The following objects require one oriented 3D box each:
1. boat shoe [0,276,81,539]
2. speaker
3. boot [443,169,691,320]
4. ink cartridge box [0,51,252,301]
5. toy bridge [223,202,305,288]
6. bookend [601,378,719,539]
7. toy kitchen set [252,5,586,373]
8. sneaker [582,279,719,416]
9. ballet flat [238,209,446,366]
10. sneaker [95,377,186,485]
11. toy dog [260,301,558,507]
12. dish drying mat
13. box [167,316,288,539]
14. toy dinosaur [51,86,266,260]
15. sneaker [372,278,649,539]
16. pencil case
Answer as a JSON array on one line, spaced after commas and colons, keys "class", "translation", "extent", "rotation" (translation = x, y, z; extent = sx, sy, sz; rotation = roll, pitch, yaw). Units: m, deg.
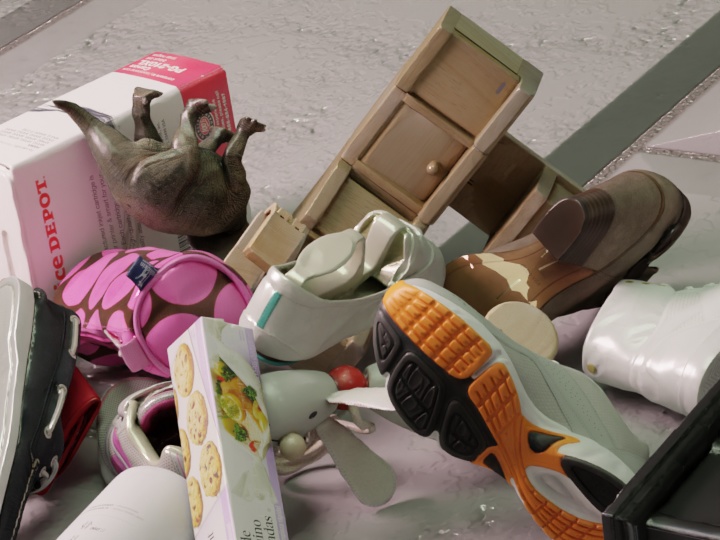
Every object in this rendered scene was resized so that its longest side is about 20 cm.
[{"class": "boat shoe", "translation": [-0.208, 0.099, 1.650], "extent": [0.075, 0.060, 0.201], "rotation": [-26, 47, 46]}, {"class": "speaker", "translation": [-0.153, 0.189, 1.482], "extent": [0.081, 0.082, 0.200], "rotation": [4, 28, 25]}, {"class": "boot", "translation": [0.129, 0.009, 1.760], "extent": [0.200, 0.071, 0.146], "rotation": [-40, -21, 26]}, {"class": "ink cartridge box", "translation": [-0.182, -0.050, 1.906], "extent": [0.199, 0.146, 0.084], "rotation": [-29, 30, -36]}, {"class": "toy bridge", "translation": [-0.072, -0.009, 1.778], "extent": [0.067, 0.027, 0.200], "rotation": [-56, 6, -21]}, {"class": "bookend", "translation": [0.263, 0.135, 1.446], "extent": [0.198, 0.093, 0.200], "rotation": [9, 32, 32]}, {"class": "toy kitchen set", "translation": [0.054, -0.025, 1.782], "extent": [0.163, 0.200, 0.181], "rotation": [35, 29, -6]}, {"class": "sneaker", "translation": [0.224, 0.019, 1.720], "extent": [0.115, 0.074, 0.200], "rotation": [17, 37, 37]}, {"class": "ballet flat", "translation": [0.000, 0.000, 1.647], "extent": [0.069, 0.070, 0.200], "rotation": [9, 22, 32]}, {"class": "sneaker", "translation": [-0.111, 0.102, 1.637], "extent": [0.081, 0.089, 0.200], "rotation": [-18, 27, -19]}, {"class": "toy dog", "translation": [0.034, 0.094, 1.606], "extent": [0.199, 0.132, 0.097], "rotation": [-20, 58, -7]}, {"class": "dish drying mat", "translation": [-0.220, 0.075, 1.765], "extent": [0.018, 0.077, 0.200], "rotation": [25, 10, -30]}, {"class": "box", "translation": [-0.072, 0.120, 1.521], "extent": [0.038, 0.041, 0.201], "rotation": [14, 50, -33]}, {"class": "toy dinosaur", "translation": [-0.124, -0.064, 1.837], "extent": [0.077, 0.103, 0.199], "rotation": [0, -20, 46]}, {"class": "sneaker", "translation": [0.089, 0.074, 1.549], "extent": [0.076, 0.200, 0.092], "rotation": [-40, 11, 29]}, {"class": "pencil case", "translation": [-0.142, 0.028, 1.753], "extent": [0.094, 0.091, 0.200], "rotation": [-42, 13, -15]}]
